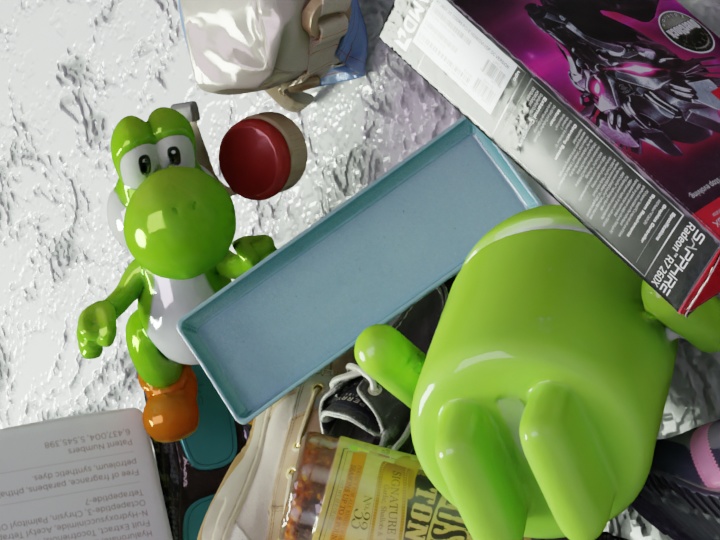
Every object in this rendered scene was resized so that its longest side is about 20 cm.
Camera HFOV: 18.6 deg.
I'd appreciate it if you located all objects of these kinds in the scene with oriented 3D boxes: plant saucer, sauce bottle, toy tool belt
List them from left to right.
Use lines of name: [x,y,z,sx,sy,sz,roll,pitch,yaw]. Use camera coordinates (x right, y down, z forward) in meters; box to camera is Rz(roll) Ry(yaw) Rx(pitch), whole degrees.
toy tool belt: [-0.044,-0.148,1.270,0.124,0.123,0.201,-7,97,33]
plant saucer: [0.000,0.000,1.185,0.200,0.019,0.070,-35,73,1]
sauce bottle: [0.061,0.132,1.091,0.066,0.199,0.066,13,-90,-90]

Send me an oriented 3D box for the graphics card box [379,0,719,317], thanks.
graphics card box: [0.120,-0.080,1.019,0.200,0.125,0.051,44,134,20]

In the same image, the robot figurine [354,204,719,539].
robot figurine: [0.091,0.047,1.059,0.175,0.200,0.116,-15,118,25]

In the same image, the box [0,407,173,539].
box: [-0.225,0.202,1.346,0.199,0.199,0.172,132,127,-64]

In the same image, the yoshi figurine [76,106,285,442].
yoshi figurine: [-0.098,0.010,1.233,0.112,0.112,0.201,15,132,33]

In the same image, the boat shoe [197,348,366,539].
boat shoe: [-0.024,0.099,1.224,0.069,0.074,0.201,10,60,22]

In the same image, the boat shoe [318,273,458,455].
boat shoe: [0.014,0.080,1.166,0.071,0.064,0.201,-9,54,50]

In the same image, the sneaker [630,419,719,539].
sneaker: [0.198,0.089,1.030,0.082,0.070,0.200,-51,21,-22]

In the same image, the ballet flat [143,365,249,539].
ballet flat: [-0.090,0.135,1.346,0.072,0.072,0.201,-25,71,45]
